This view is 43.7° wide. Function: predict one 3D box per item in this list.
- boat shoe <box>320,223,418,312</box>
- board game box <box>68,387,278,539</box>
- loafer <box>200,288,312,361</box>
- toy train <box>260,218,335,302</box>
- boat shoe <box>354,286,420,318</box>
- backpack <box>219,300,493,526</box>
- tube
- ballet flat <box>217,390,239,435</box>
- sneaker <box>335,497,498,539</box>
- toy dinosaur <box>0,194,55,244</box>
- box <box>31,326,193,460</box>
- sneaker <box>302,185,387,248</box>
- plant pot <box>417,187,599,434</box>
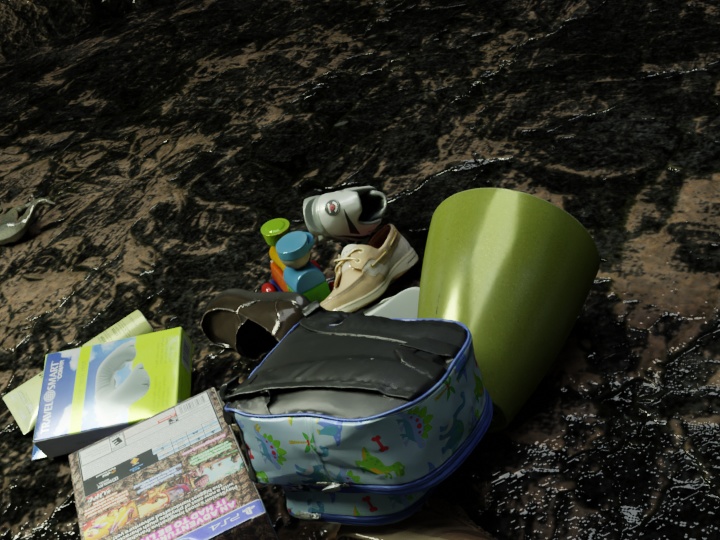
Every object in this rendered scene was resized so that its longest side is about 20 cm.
[{"bbox_3d":[0.000,0.000,1.096,0.073,0.070,0.200,-26,8,35],"label":"boat shoe"},{"bbox_3d":[-0.172,0.231,0.843,0.158,0.098,0.200,-24,33,-10],"label":"board game box"},{"bbox_3d":[-0.134,0.067,1.067,0.199,0.073,0.072,-10,32,47],"label":"loafer"},{"bbox_3d":[-0.100,-0.017,1.166,0.084,0.117,0.200,-26,33,-16],"label":"toy train"},{"bbox_3d":[0.000,0.084,1.023,0.198,0.071,0.064,-27,0,-1],"label":"boat shoe"},{"bbox_3d":[0.011,0.124,0.781,0.198,0.149,0.183,-5,25,35],"label":"backpack"},{"bbox_3d":[-0.351,0.125,1.138,0.199,0.052,0.058,-35,7,-18],"label":"tube"},{"bbox_3d":[-0.099,0.164,0.969,0.198,0.047,0.067,1,33,35],"label":"ballet flat"},{"bbox_3d":[0.074,0.225,0.759,0.198,0.071,0.076,7,38,32],"label":"sneaker"},{"bbox_3d":[-0.614,-0.078,1.565,0.197,0.078,0.103,-3,46,13],"label":"toy dinosaur"},{"bbox_3d":[-0.297,0.144,1.055,0.197,0.048,0.123,-12,51,7],"label":"box"},{"bbox_3d":[0.004,-0.072,1.178,0.087,0.075,0.200,-16,-2,19],"label":"sneaker"},{"bbox_3d":[0.129,0.054,0.914,0.185,0.188,0.202,4,54,30],"label":"plant pot"}]
